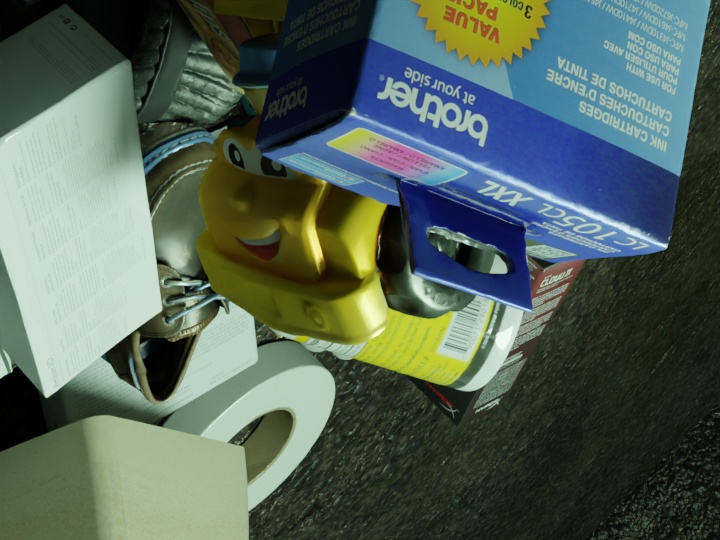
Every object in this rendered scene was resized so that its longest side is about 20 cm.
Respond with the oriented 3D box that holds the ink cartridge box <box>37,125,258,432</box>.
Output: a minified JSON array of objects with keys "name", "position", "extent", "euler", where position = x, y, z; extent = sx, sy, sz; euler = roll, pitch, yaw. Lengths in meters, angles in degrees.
[{"name":"ink cartridge box","position":[-0.148,0.011,0.844],"extent":[0.162,0.057,0.202],"euler":[-29,129,-33]}]

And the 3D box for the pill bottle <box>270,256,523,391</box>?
[{"name":"pill bottle","position":[0.000,0.000,0.817],"extent":[0.197,0.112,0.112],"euler":[18,122,-14]}]

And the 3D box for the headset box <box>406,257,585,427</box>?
[{"name":"headset box","position":[0.092,0.005,1.068],"extent":[0.077,0.149,0.202],"euler":[-20,144,-44]}]

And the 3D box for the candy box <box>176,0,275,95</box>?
[{"name":"candy box","position":[-0.006,-0.185,0.602],"extent":[0.201,0.055,0.116],"euler":[-54,150,-12]}]

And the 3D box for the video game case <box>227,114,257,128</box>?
[{"name":"video game case","position":[0.051,-0.080,0.754],"extent":[0.199,0.179,0.026],"euler":[-4,97,-55]}]

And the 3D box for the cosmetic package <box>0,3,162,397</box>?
[{"name":"cosmetic package","position":[-0.147,-0.025,0.600],"extent":[0.082,0.051,0.201],"euler":[-40,158,-26]}]

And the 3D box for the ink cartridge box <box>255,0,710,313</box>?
[{"name":"ink cartridge box","position":[0.049,-0.088,0.441],"extent":[0.135,0.076,0.203],"euler":[18,79,-26]}]

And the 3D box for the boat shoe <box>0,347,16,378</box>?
[{"name":"boat shoe","position":[-0.208,-0.009,0.679],"extent":[0.063,0.071,0.201],"euler":[-35,160,-22]}]

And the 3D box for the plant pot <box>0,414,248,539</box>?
[{"name":"plant pot","position":[-0.182,0.222,0.824],"extent":[0.198,0.179,0.199],"euler":[-22,160,16]}]

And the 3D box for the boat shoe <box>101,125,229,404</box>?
[{"name":"boat shoe","position":[-0.107,0.003,0.734],"extent":[0.072,0.073,0.201],"euler":[-24,152,-32]}]

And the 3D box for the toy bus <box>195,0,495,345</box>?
[{"name":"toy bus","position":[0.005,-0.098,0.522],"extent":[0.200,0.135,0.194],"euler":[-42,129,-26]}]

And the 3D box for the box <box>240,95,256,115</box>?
[{"name":"box","position":[-0.030,-0.111,0.828],"extent":[0.082,0.049,0.201],"euler":[-42,154,-11]}]

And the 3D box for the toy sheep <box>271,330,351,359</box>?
[{"name":"toy sheep","position":[0.009,0.004,0.946],"extent":[0.197,0.140,0.138],"euler":[-15,158,13]}]

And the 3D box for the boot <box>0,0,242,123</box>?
[{"name":"boot","position":[-0.111,-0.154,0.606],"extent":[0.157,0.080,0.212],"euler":[-18,147,-42]}]

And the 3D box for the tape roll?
[{"name":"tape roll","position":[-0.107,0.149,1.090],"extent":[0.202,0.037,0.204],"euler":[-36,152,-22]}]
